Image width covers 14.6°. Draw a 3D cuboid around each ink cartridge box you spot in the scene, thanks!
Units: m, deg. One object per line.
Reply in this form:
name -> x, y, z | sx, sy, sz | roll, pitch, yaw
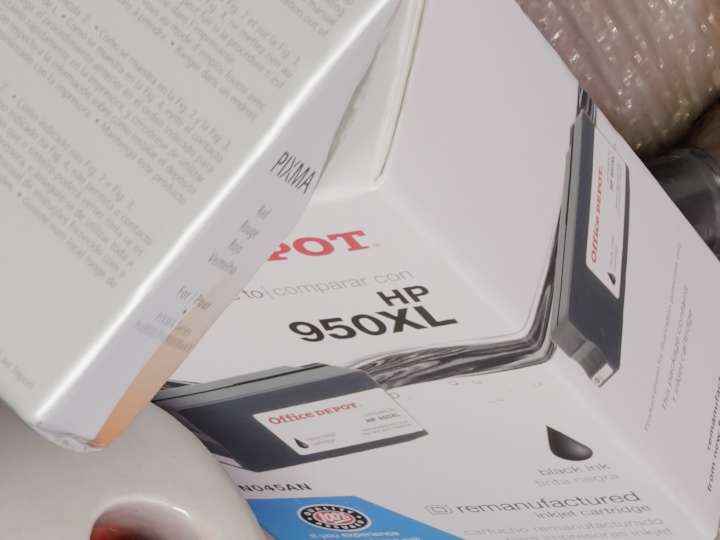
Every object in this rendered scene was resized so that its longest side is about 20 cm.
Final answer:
ink cartridge box -> 0.000, 0.000, 0.770 | 0.200, 0.144, 0.085 | 45, 48, -46
ink cartridge box -> -0.059, -0.085, 0.664 | 0.200, 0.162, 0.050 | -49, 160, 0

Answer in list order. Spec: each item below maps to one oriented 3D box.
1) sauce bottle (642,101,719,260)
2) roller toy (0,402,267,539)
sauce bottle -> 0.154, -0.036, 0.950 | 0.199, 0.065, 0.065 | -16, 123, -31
roller toy -> -0.111, 0.123, 0.735 | 0.139, 0.182, 0.201 | -5, 117, -38
